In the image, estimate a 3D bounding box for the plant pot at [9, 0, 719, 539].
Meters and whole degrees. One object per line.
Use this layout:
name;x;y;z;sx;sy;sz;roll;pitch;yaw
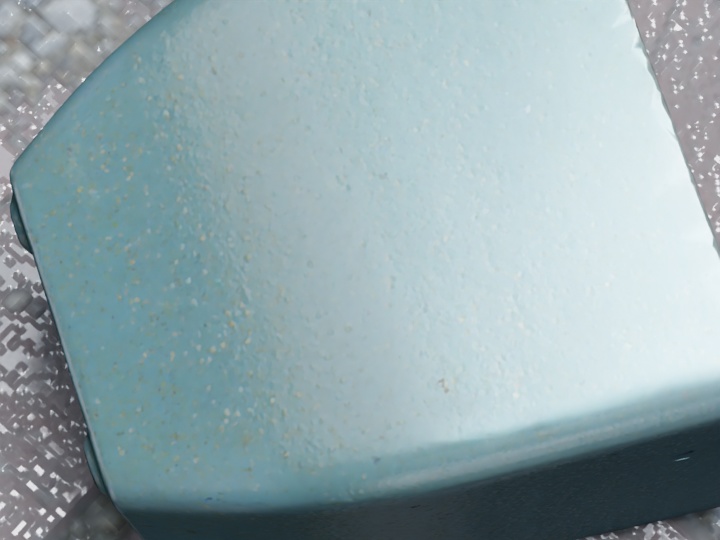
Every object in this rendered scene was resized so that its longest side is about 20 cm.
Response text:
plant pot;0.000;0.000;0.963;0.200;0.196;0.196;-18;76;-2
